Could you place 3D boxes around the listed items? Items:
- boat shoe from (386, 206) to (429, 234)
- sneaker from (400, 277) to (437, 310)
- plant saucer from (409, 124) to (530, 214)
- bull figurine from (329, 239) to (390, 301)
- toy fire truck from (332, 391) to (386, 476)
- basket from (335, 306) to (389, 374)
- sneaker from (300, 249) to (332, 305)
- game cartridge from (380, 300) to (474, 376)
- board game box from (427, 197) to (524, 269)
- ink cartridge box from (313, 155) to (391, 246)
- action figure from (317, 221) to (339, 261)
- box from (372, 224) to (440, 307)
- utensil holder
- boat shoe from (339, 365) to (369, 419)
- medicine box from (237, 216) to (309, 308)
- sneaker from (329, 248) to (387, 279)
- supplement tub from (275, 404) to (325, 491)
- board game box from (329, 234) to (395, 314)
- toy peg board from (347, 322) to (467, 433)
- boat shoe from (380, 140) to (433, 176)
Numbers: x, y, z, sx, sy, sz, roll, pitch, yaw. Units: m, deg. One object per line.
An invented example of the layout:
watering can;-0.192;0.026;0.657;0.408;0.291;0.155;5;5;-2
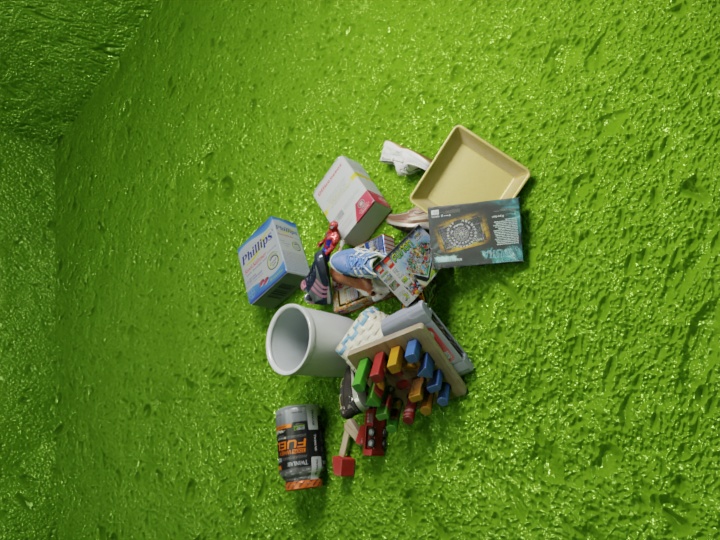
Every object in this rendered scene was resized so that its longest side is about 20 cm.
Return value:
boat shoe;0.153;-0.125;1.404;0.197;0.075;0.073;8;80;35
sneaker;0.133;0.052;1.331;0.077;0.078;0.203;5;55;11
plant saucer;0.242;-0.184;1.300;0.199;0.048;0.202;36;100;13
bull figurine;0.000;0.000;1.452;0.198;0.065;0.123;16;87;42
toy fire truck;-0.001;0.399;1.426;0.140;0.048;0.204;-12;69;44
basket;0.058;0.192;1.375;0.200;0.139;0.177;42;106;12
sneaker;-0.118;0.027;1.517;0.080;0.202;0.071;-5;50;-2
game cartridge;0.139;0.167;1.268;0.132;0.201;0.041;-29;20;34
board game box;0.247;-0.078;1.259;0.196;0.028;0.138;-4;88;17
ink cartridge box;-0.025;-0.187;1.573;0.146;0.083;0.201;-49;52;24
action figure;-0.091;-0.051;1.538;0.066;0.051;0.202;-95;22;-46
box;0.116;-0.015;1.293;0.110;0.200;0.035;46;131;0
utensil holder;-0.113;0.184;1.482;0.168;0.198;0.173;-12;71;39
boat shoe;-0.021;0.280;1.395;0.060;0.072;0.202;-35;14;10
medicine box;-0.260;-0.022;1.739;0.182;0.102;0.202;-39;57;29
sneaker;0.016;-0.019;1.357;0.197;0.077;0.077;6;79;23
supplement tub;-0.153;0.455;1.504;0.121;0.122;0.204;-24;64;36
board game box;0.007;0.013;1.517;0.198;0.046;0.154;-22;66;38
toy peg board;0.093;0.245;1.248;0.197;0.201;0.098;-24;25;28
boat shoe;0.119;-0.270;1.474;0.200;0.070;0.070;37;106;51
